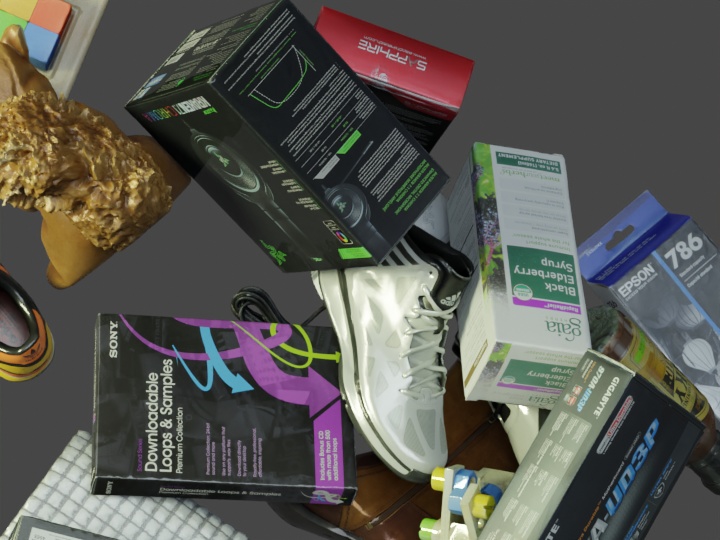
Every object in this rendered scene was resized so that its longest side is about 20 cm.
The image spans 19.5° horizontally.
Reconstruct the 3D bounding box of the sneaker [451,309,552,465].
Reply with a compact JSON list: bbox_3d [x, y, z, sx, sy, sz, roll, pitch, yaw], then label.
[{"bbox_3d":[0.113,0.083,1.659,0.080,0.074,0.200,2,52,-20],"label":"sneaker"}]

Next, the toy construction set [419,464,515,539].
[{"bbox_3d":[0.090,0.235,1.607,0.092,0.131,0.200,21,114,21],"label":"toy construction set"}]

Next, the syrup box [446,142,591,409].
[{"bbox_3d":[0.120,0.004,1.624,0.079,0.082,0.200,8,49,-13],"label":"syrup box"}]

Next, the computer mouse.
[{"bbox_3d":[0.000,0.000,1.696,0.200,0.044,0.110,-44,86,-15],"label":"computer mouse"}]

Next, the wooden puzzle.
[{"bbox_3d":[-0.294,-0.249,1.701,0.185,0.046,0.200,22,75,-4],"label":"wooden puzzle"}]

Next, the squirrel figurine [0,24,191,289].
[{"bbox_3d":[-0.232,-0.097,1.597,0.141,0.200,0.187,-41,99,-8],"label":"squirrel figurine"}]

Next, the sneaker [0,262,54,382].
[{"bbox_3d":[-0.311,-0.001,1.620,0.070,0.090,0.200,-44,88,-15],"label":"sneaker"}]

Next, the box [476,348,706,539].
[{"bbox_3d":[0.165,0.172,1.548,0.046,0.159,0.200,28,86,34],"label":"box"}]

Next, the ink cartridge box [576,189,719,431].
[{"bbox_3d":[0.272,0.032,1.737,0.099,0.039,0.200,-40,86,-14],"label":"ink cartridge box"}]

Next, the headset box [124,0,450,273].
[{"bbox_3d":[-0.052,-0.090,1.565,0.200,0.174,0.093,47,70,-18],"label":"headset box"}]

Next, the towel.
[{"bbox_3d":[-0.203,0.246,1.590,0.165,0.086,0.200,34,73,-2],"label":"towel"}]

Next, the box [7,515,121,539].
[{"bbox_3d":[-0.154,0.225,1.478,0.200,0.160,0.044,16,74,-9],"label":"box"}]

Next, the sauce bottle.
[{"bbox_3d":[0.237,0.107,1.668,0.200,0.065,0.065,43,72,-30],"label":"sauce bottle"}]

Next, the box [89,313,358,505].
[{"bbox_3d":[-0.105,0.105,1.599,0.199,0.036,0.143,3,58,-10],"label":"box"}]

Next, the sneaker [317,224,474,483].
[{"bbox_3d":[0.041,0.054,1.595,0.076,0.115,0.201,-1,65,-45],"label":"sneaker"}]

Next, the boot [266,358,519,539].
[{"bbox_3d":[0.024,0.136,1.659,0.188,0.068,0.200,44,73,5],"label":"boot"}]

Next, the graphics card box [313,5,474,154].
[{"bbox_3d":[0.008,-0.136,1.646,0.125,0.200,0.051,19,75,-4],"label":"graphics card box"}]
